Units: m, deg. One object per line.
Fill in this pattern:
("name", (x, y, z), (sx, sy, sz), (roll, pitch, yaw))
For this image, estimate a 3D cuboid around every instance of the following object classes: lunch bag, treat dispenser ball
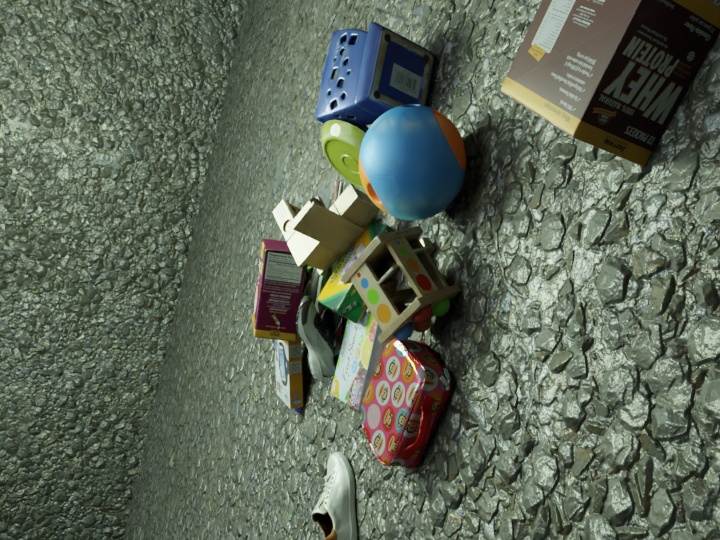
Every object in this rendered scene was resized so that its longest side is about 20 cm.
("lunch bag", (0.079, 0.236, 1.227), (0.204, 0.080, 0.176), (-68, 28, 16))
("treat dispenser ball", (0.093, -0.194, 1.264), (0.200, 0.196, 0.206), (-38, 45, 52))

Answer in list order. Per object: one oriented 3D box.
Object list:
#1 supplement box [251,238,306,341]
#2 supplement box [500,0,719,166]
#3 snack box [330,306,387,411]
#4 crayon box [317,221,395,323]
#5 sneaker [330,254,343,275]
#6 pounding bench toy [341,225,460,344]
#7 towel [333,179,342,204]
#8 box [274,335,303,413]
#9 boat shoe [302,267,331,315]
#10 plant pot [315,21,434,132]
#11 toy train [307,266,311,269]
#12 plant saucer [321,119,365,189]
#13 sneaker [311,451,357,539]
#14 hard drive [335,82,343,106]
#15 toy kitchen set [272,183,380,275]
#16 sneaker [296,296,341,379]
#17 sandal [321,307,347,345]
("supplement box", (-0.189, 0.043, 1.618), (0.131, 0.100, 0.206), (-131, 49, -74))
("supplement box", (0.320, -0.281, 0.918), (0.204, 0.130, 0.198), (-66, 28, 21))
("snack box", (0.007, 0.174, 1.435), (0.141, 0.052, 0.206), (9, 86, 65))
("crayon box", (0.000, 0.000, 1.461), (0.203, 0.058, 0.118), (-60, 25, -6))
("sneaker", (-0.020, -0.042, 1.572), (0.074, 0.077, 0.206), (-36, -45, -66))
("pounding bench toy", (0.098, 0.024, 1.252), (0.124, 0.198, 0.158), (-47, 69, 38))
("towel", (-0.063, -0.119, 1.660), (0.200, 0.022, 0.148), (103, 176, -80))
("box", (-0.179, 0.249, 1.745), (0.119, 0.040, 0.206), (-160, 69, -65))
("boat shoe", (-0.102, 0.031, 1.598), (0.072, 0.059, 0.207), (-39, -37, -62))
("plant pot", (0.041, -0.394, 1.485), (0.178, 0.196, 0.206), (3, 79, 56))
("toy train", (-0.105, 0.090, 1.696), (0.114, 0.083, 0.206), (16, 102, 47))
("plant saucer", (-0.012, -0.238, 1.513), (0.031, 0.200, 0.199), (-52, 20, -19))
("sneaker", (-0.058, 0.455, 1.404), (0.073, 0.083, 0.203), (-56, 31, 39))
("hard drive", (-0.024, -0.449, 1.804), (0.136, 0.041, 0.203), (-56, 33, 36))
("toy kitchen set", (-0.102, -0.137, 1.479), (0.200, 0.161, 0.182), (-46, 50, 19))
("sneaker", (-0.085, 0.143, 1.517), (0.074, 0.077, 0.204), (-68, -34, -57))
("sandal", (-0.064, 0.119, 1.574), (0.074, 0.045, 0.204), (28, 113, 22))
